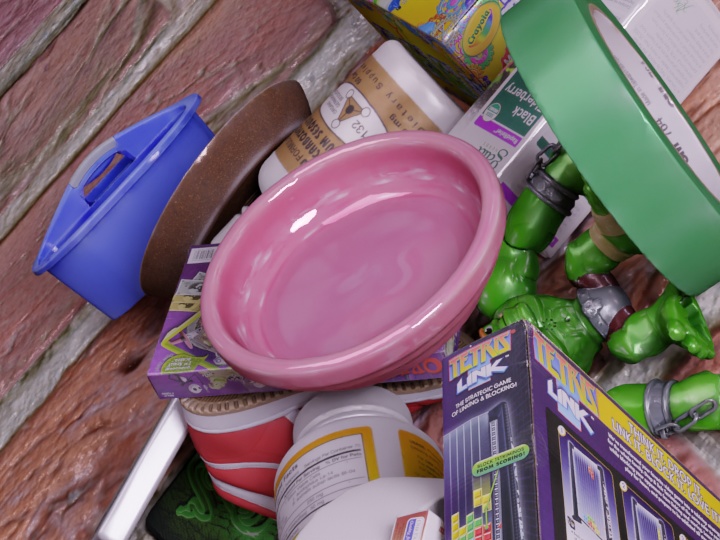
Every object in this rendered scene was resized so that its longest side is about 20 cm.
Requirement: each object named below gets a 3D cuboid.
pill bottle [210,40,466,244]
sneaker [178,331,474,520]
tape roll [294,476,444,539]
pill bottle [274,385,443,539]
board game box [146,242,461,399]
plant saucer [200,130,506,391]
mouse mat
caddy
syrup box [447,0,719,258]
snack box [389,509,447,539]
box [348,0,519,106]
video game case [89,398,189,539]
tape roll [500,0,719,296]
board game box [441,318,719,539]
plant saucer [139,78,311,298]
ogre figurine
[{"bbox_3d":[-0.009,-0.059,1.223,0.200,0.114,0.115,-44,34,7],"label":"pill bottle"},{"bbox_3d":[-0.013,0.101,1.118,0.198,0.113,0.072,-9,38,1],"label":"sneaker"},{"bbox_3d":[0.038,0.204,0.838,0.070,0.202,0.204,-3,54,46],"label":"tape roll"},{"bbox_3d":[0.006,0.164,0.994,0.109,0.109,0.201,-34,37,20],"label":"pill bottle"},{"bbox_3d":[-0.030,0.024,1.082,0.198,0.032,0.121,-5,39,19],"label":"board game box"},{"bbox_3d":[0.000,0.000,1.022,0.199,0.051,0.202,-19,38,16],"label":"plant saucer"},{"bbox_3d":[-0.066,0.152,1.177,0.161,0.008,0.200,-53,33,-6],"label":"mouse mat"},{"bbox_3d":[-0.187,-0.058,1.394,0.200,0.105,0.141,-46,13,4],"label":"caddy"},{"bbox_3d":[0.148,-0.115,1.132,0.200,0.081,0.079,-49,33,-2],"label":"syrup box"},{"bbox_3d":[0.078,0.193,0.804,0.024,0.200,0.072,-17,45,39],"label":"snack box"},{"bbox_3d":[0.114,-0.231,1.245,0.200,0.122,0.193,-48,34,0],"label":"box"},{"bbox_3d":[-0.135,0.113,1.200,0.201,0.023,0.182,-62,5,-18],"label":"video game case"},{"bbox_3d":[0.158,-0.081,0.981,0.048,0.200,0.201,-36,36,17],"label":"tape roll"},{"bbox_3d":[0.117,0.146,0.808,0.056,0.200,0.166,-29,38,27],"label":"board game box"},{"bbox_3d":[-0.094,-0.054,1.294,0.201,0.034,0.200,-53,-11,-14],"label":"plant saucer"},{"bbox_3d":[0.133,0.029,0.997,0.120,0.098,0.201,-39,78,24],"label":"ogre figurine"}]
